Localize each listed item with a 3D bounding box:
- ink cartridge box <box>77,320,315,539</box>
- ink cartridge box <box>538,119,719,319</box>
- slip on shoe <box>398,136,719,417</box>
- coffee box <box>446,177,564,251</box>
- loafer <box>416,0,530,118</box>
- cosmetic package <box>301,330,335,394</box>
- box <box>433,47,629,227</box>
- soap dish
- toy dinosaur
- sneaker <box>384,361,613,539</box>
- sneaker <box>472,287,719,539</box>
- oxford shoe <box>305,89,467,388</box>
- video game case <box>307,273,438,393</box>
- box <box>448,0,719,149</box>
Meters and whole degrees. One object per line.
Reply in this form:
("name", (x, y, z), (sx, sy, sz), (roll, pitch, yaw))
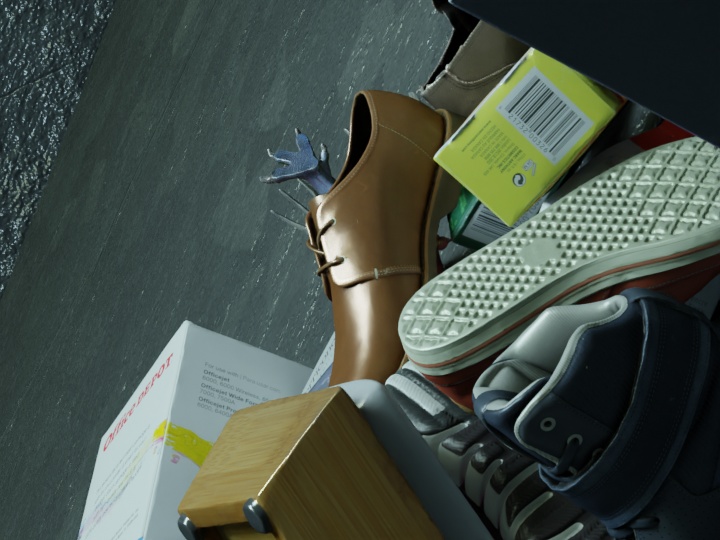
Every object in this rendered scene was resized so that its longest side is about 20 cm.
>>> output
("ink cartridge box", (-0.082, 0.165, 1.396), (0.147, 0.144, 0.201), (-50, 24, 47))
("ink cartridge box", (0.135, -0.029, 1.125), (0.163, 0.057, 0.201), (-125, 54, -72))
("slip on shoe", (0.114, 0.001, 1.022), (0.199, 0.061, 0.074), (-29, 35, 7))
("coffee box", (0.109, -0.115, 1.328), (0.201, 0.044, 0.123), (-60, 18, 28))
("loafer", (0.078, -0.160, 1.274), (0.073, 0.071, 0.201), (-42, 30, 55))
("cosmetic package", (0.023, 0.093, 1.286), (0.102, 0.071, 0.200), (-62, 16, 19))
("box", (0.086, -0.070, 1.124), (0.075, 0.050, 0.200), (-48, -3, 9))
("soap dish", (0.008, 0.149, 1.042), (0.081, 0.201, 0.157), (-35, 5, -21))
("toy dinosaur", (0.011, -0.017, 1.369), (0.104, 0.182, 0.201), (-26, 48, 8))
("sneaker", (0.090, 0.121, 1.057), (0.200, 0.075, 0.116), (44, 158, 45))
("sneaker", (0.096, 0.107, 0.901), (0.204, 0.145, 0.077), (-69, 18, 1))
("oxford shoe", (0.000, 0.000, 1.186), (0.071, 0.071, 0.201), (-38, 35, 54))
("video game case", (-0.018, 0.102, 1.213), (0.200, 0.019, 0.143), (-50, 21, 17))
("box", (0.145, -0.161, 0.975), (0.123, 0.199, 0.199), (-51, 23, 34))
